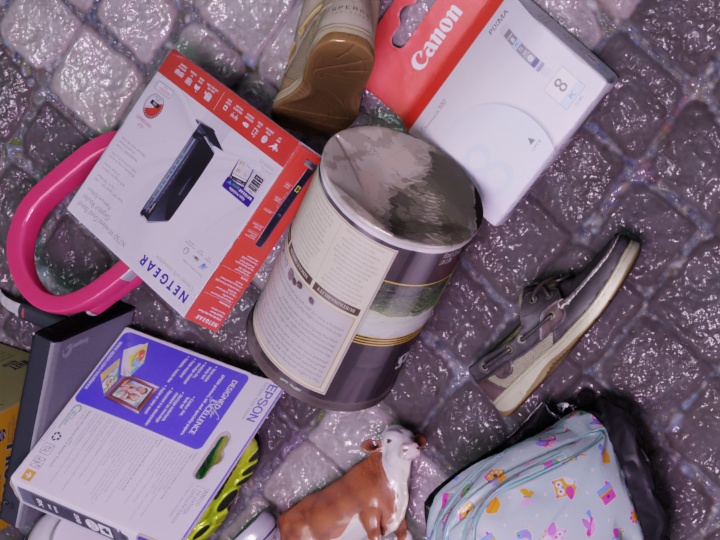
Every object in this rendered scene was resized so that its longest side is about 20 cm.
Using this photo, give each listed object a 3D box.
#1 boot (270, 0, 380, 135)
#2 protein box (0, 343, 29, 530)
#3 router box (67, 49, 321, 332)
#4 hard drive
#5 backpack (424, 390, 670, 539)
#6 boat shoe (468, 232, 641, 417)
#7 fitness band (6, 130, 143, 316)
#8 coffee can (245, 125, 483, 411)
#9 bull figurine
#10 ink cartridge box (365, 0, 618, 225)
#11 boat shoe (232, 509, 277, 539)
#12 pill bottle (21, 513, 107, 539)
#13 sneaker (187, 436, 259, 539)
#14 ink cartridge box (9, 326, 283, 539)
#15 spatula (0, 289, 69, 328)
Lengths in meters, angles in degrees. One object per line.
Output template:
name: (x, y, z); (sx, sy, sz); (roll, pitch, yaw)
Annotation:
boot: (-0.025, -0.217, 1.307); (0.072, 0.200, 0.157); (10, 70, -10)
protein box: (-0.422, 0.162, 1.515); (0.198, 0.198, 0.137); (16, 109, 20)
router box: (-0.148, -0.074, 1.340); (0.200, 0.049, 0.180); (37, 94, 37)
hard drive: (-0.289, 0.138, 1.481); (0.033, 0.139, 0.202); (22, 111, 19)
backpack: (0.153, 0.208, 1.266); (0.198, 0.126, 0.169); (-21, 91, -15)
boat shoe: (0.162, 0.040, 1.292); (0.066, 0.072, 0.202); (38, 119, 6)
fitness band: (-0.253, -0.045, 1.447); (0.199, 0.037, 0.144); (-37, 67, 12)
coffee can: (0.000, 0.000, 1.288); (0.146, 0.146, 0.201); (36, 129, 12)
bull figurine: (0.000, 0.231, 1.406); (0.199, 0.065, 0.123); (-37, 53, 34)
ink cartridge box: (0.095, -0.164, 1.286); (0.200, 0.047, 0.161); (41, 116, 8)
boat shoe: (-0.125, 0.314, 1.495); (0.067, 0.074, 0.200); (42, 128, 4)
pill bottle: (-0.281, 0.289, 1.483); (0.111, 0.111, 0.200); (54, 151, 4)
sneaker: (-0.171, 0.214, 1.495); (0.201, 0.074, 0.084); (-52, 58, 25)
ink cartridge box: (-0.193, 0.162, 1.409); (0.198, 0.199, 0.044); (16, 144, 27)
spatula: (-0.354, 0.036, 1.543); (0.198, 0.020, 0.057); (20, 111, 33)
